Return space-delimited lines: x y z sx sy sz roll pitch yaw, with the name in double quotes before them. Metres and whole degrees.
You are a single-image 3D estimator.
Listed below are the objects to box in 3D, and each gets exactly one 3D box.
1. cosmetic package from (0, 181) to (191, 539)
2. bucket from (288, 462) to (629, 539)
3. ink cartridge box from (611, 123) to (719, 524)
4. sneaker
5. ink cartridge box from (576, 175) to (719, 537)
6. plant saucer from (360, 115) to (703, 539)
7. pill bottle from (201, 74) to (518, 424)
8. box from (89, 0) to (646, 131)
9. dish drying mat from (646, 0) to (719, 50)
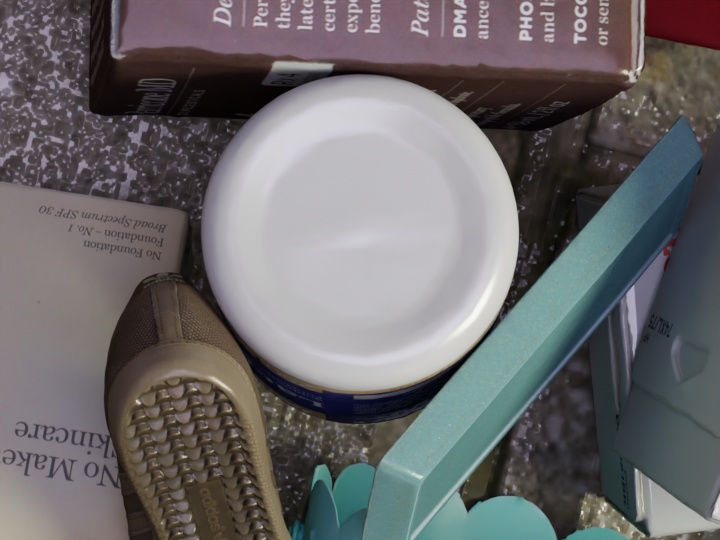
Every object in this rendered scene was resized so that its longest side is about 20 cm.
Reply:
"cosmetic package" -0.132 0.072 0.979 0.103 0.073 0.201 7 70 -1
"bucket" 0.058 0.172 0.995 0.207 0.207 0.135 18 93 -10
"ink cartridge box" 0.224 0.043 0.949 0.199 0.147 0.147 17 94 -10
"sneaker" -0.056 0.090 0.921 0.070 0.076 0.201 -5 128 -4
"ink cartridge box" 0.201 0.027 1.061 0.199 0.084 0.145 -6 96 -9
"plant saucer" 0.068 0.025 0.926 0.019 0.070 0.200 35 61 16
"pill bottle" 0.000 0.000 0.961 0.115 0.200 0.116 0 80 0
"box" -0.003 -0.147 0.967 0.199 0.166 0.165 1 87 -9
"dish drying mat" 0.174 -0.120 0.989 0.018 0.200 0.077 28 89 -25
